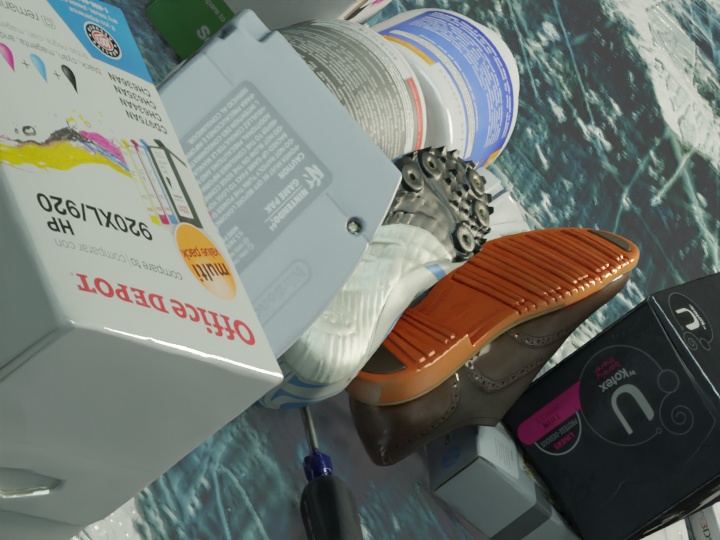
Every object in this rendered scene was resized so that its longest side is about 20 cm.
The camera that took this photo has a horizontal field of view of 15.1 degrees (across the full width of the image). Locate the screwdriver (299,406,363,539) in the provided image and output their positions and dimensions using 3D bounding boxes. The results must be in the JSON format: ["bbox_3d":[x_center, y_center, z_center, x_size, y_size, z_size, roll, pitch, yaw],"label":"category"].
[{"bbox_3d":[-0.025,0.085,1.383,0.200,0.028,0.029,-105,178,-51],"label":"screwdriver"}]

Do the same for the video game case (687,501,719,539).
[{"bbox_3d":[0.274,0.216,1.697,0.200,0.023,0.182,10,60,-58],"label":"video game case"}]

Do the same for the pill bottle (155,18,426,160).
[{"bbox_3d":[-0.048,-0.069,1.443,0.114,0.114,0.200,53,22,4],"label":"pill bottle"}]

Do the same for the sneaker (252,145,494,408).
[{"bbox_3d":[0.000,0.000,1.410,0.072,0.072,0.200,55,48,-11],"label":"sneaker"}]

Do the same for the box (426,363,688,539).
[{"bbox_3d":[0.115,0.122,1.564,0.200,0.041,0.156,39,26,-26],"label":"box"}]

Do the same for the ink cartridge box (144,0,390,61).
[{"bbox_3d":[-0.010,-0.194,1.587,0.084,0.200,0.145,51,23,1],"label":"ink cartridge box"}]

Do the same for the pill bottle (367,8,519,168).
[{"bbox_3d":[0.031,-0.098,1.637,0.112,0.112,0.200,53,23,2],"label":"pill bottle"}]

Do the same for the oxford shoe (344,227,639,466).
[{"bbox_3d":[0.071,0.037,1.470,0.071,0.200,0.073,32,-41,44],"label":"oxford shoe"}]

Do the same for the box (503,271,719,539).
[{"bbox_3d":[0.190,0.073,1.543,0.106,0.122,0.200,57,29,11],"label":"box"}]

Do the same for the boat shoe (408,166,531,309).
[{"bbox_3d":[0.044,0.002,1.517,0.067,0.074,0.200,43,40,6],"label":"boat shoe"}]

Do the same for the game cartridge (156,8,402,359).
[{"bbox_3d":[-0.076,-0.016,1.283,0.133,0.040,0.200,48,61,-4],"label":"game cartridge"}]

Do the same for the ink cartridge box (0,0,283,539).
[{"bbox_3d":[-0.156,-0.007,1.109,0.147,0.145,0.200,18,40,-54],"label":"ink cartridge box"}]
